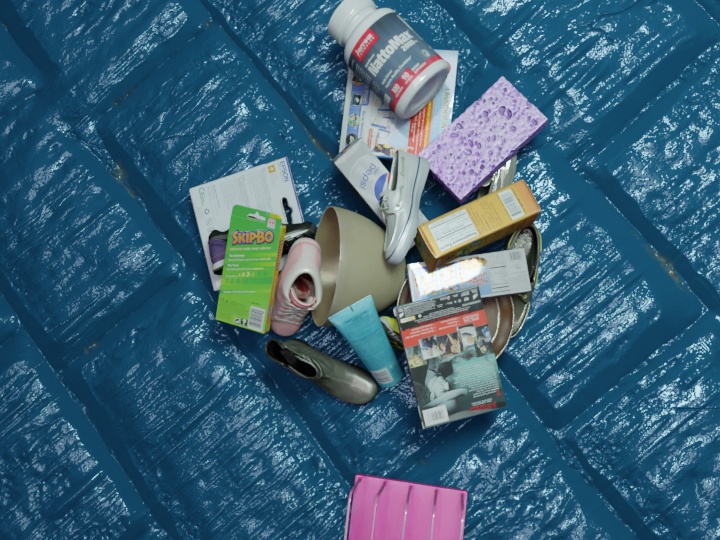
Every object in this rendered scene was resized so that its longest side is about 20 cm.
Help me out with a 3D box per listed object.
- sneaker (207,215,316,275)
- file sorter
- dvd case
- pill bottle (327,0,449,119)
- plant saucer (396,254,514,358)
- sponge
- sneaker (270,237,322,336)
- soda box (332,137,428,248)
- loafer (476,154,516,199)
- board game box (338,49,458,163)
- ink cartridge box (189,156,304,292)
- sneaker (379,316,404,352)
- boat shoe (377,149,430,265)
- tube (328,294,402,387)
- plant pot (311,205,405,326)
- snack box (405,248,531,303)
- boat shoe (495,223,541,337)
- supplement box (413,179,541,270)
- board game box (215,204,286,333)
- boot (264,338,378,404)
[{"bbox_3d":[-0.178,-0.065,1.259,0.197,0.076,0.089,-18,76,8],"label":"sneaker"},{"bbox_3d":[0.073,0.436,1.201,0.197,0.125,0.141,6,87,8],"label":"file sorter"},{"bbox_3d":[0.145,0.139,1.162,0.144,0.022,0.203,-15,91,-2],"label":"dvd case"},{"bbox_3d":[0.042,-0.364,1.211,0.120,0.120,0.200,-44,81,3],"label":"pill bottle"},{"bbox_3d":[0.157,0.073,1.207,0.197,0.035,0.203,1,80,-3],"label":"plant saucer"},{"bbox_3d":[0.204,-0.220,1.218,0.200,0.030,0.112,-42,75,1],"label":"sponge"},{"bbox_3d":[-0.114,0.053,1.229,0.074,0.105,0.202,12,122,-15],"label":"sneaker"},{"bbox_3d":[0.038,-0.132,1.244,0.063,0.068,0.200,-40,102,3],"label":"soda box"},{"bbox_3d":[0.227,-0.155,1.247,0.069,0.070,0.203,5,87,-11],"label":"loafer"},{"bbox_3d":[0.070,-0.293,1.290,0.193,0.056,0.203,7,87,8],"label":"board game box"},{"bbox_3d":[-0.197,-0.082,1.319,0.197,0.043,0.199,-16,82,7],"label":"ink cartridge box"},{"bbox_3d":[0.122,0.119,1.252,0.198,0.075,0.077,24,80,0],"label":"sneaker"},{"bbox_3d":[0.057,-0.105,1.169,0.066,0.074,0.202,23,59,-14],"label":"boat shoe"},{"bbox_3d":[0.017,0.122,1.202,0.077,0.201,0.051,-32,44,-4],"label":"tube"},{"bbox_3d":[0.000,0.000,1.227,0.133,0.200,0.204,6,86,-17],"label":"plant pot"},{"bbox_3d":[0.177,0.013,1.188,0.197,0.024,0.073,-8,81,-3],"label":"snack box"},{"bbox_3d":[0.266,0.015,1.236,0.071,0.060,0.205,12,88,7],"label":"boat shoe"},{"bbox_3d":[0.188,-0.073,1.169,0.198,0.067,0.069,-22,74,-9],"label":"supplement box"},{"bbox_3d":[-0.184,-0.004,1.210,0.094,0.030,0.203,14,104,16],"label":"board game box"},{"bbox_3d":[-0.069,0.178,1.238,0.198,0.131,0.068,26,90,9],"label":"boot"}]
